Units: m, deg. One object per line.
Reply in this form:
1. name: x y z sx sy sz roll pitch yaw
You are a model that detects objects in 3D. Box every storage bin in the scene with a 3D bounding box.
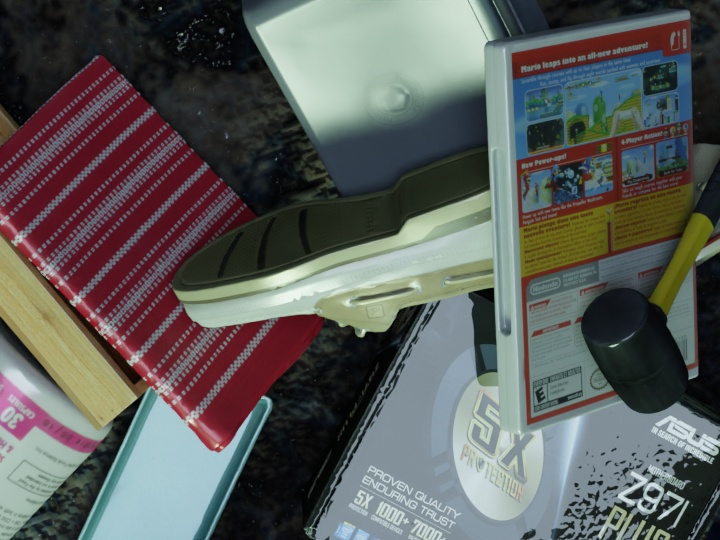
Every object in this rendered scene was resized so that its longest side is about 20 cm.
1. storage bin: 0.026 -0.124 1.253 0.134 0.146 0.201 -22 123 11

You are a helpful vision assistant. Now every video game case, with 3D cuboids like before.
1. video game case: 0.123 -0.027 1.214 0.143 0.017 0.201 -14 107 -40

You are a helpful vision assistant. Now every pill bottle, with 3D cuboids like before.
1. pill bottle: -0.241 0.117 1.288 0.113 0.113 0.200 42 95 -7

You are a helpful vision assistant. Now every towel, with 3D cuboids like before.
1. towel: -0.111 -0.009 1.274 0.200 0.145 0.022 47 132 -8

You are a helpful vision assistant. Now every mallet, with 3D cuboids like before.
1. mallet: 0.173 -0.025 1.226 0.066 0.041 0.201 45 64 -45

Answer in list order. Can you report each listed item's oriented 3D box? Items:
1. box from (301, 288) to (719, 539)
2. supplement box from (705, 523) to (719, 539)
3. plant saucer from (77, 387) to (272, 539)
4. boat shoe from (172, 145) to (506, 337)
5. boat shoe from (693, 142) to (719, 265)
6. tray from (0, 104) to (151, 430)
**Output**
1. box: 0.090 0.113 1.314 0.199 0.086 0.164 29 95 -6
2. supplement box: 0.277 0.241 1.327 0.199 0.109 0.110 23 96 -5
3. plant saucer: -0.122 0.148 1.346 0.070 0.019 0.201 25 95 -5
4. boat shoe: 0.000 0.000 1.229 0.199 0.075 0.069 -16 120 17
5. boat shoe: 0.205 -0.049 1.304 0.199 0.071 0.063 -34 87 7
6. tray: -0.179 -0.014 1.270 0.037 0.099 0.200 -40 92 23
